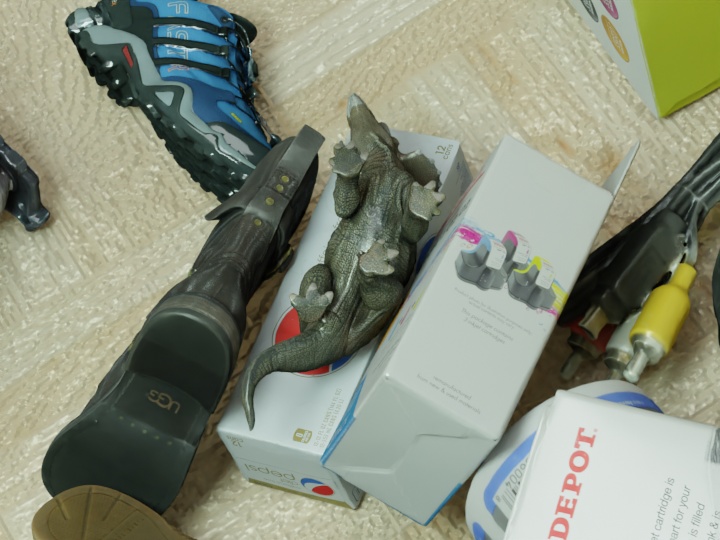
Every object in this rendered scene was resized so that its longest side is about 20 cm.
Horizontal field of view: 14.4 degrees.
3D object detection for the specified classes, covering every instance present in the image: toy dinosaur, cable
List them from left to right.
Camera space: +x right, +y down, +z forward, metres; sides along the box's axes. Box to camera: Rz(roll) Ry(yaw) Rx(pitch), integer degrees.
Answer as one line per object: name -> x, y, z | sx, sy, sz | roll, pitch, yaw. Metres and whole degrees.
toy dinosaur -> 0.000, 0.000, 1.449 | 0.077, 0.102, 0.201 | 13, 72, 8
cable -> 0.170, -0.017, 1.507 | 0.200, 0.050, 0.097 | -48, 22, -20

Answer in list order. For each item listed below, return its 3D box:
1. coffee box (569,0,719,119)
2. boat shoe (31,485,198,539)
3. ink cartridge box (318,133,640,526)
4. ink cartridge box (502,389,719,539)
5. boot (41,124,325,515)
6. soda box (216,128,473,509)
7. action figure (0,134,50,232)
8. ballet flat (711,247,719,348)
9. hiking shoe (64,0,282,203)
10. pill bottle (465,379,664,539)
coffee box -> 0.188, -0.247, 1.554 | 0.200, 0.200, 0.198 | -28, 55, -4
boat shoe -> -0.087, 0.177, 1.442 | 0.071, 0.065, 0.200 | -31, 43, -31
ink cartridge box -> 0.061, 0.015, 1.441 | 0.068, 0.115, 0.200 | 30, 58, -3
ink cartridge box -> 0.161, 0.152, 1.243 | 0.199, 0.084, 0.146 | 13, 66, 13
boot -> -0.085, 0.032, 1.520 | 0.069, 0.200, 0.174 | 34, 39, -6
soda box -> -0.003, 0.023, 1.523 | 0.068, 0.064, 0.200 | 12, 62, 23
action figure -> -0.272, -0.083, 1.595 | 0.200, 0.194, 0.105 | 43, 72, 7
ballet flat -> 0.219, 0.027, 1.472 | 0.066, 0.057, 0.201 | -24, 44, 37
hiking shoe -> -0.088, -0.110, 1.626 | 0.087, 0.074, 0.200 | -39, 56, -9
pill bottle -> 0.147, 0.157, 1.361 | 0.114, 0.114, 0.200 | -34, 55, -6
